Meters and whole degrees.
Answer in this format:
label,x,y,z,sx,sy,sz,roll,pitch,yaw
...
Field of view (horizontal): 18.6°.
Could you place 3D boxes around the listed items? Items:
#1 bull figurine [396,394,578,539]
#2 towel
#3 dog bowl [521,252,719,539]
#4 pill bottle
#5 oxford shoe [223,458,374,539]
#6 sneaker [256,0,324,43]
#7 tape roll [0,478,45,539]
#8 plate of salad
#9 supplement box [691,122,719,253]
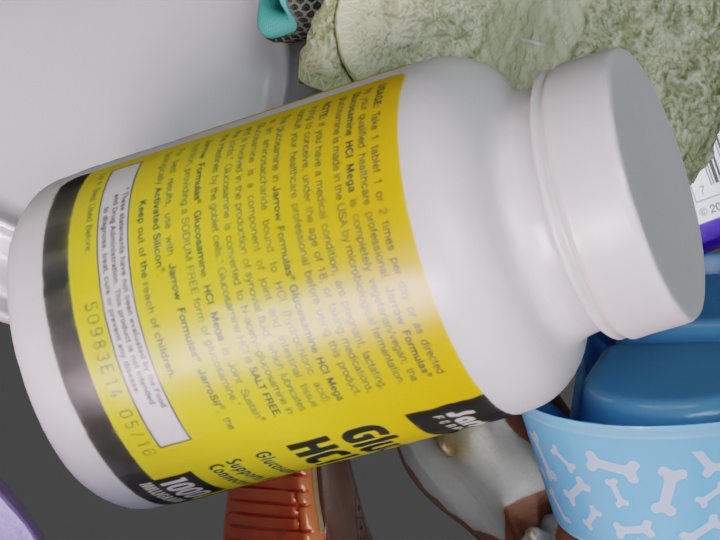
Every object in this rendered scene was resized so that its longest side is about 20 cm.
label,x,y,z,sx,sy,sz,roll,pitch,yaw
bull figurine,0.054,0.074,0.798,0.200,0.121,0.065,47,113,1
towel,0.074,-0.130,0.734,0.148,0.036,0.201,19,87,-8
dog bowl,0.120,0.042,0.753,0.111,0.200,0.050,-2,106,19
pill bottle,0.000,0.000,0.686,0.199,0.112,0.113,-16,92,21
oxford shoe,-0.001,0.138,0.810,0.073,0.071,0.201,-11,96,-28
sneaker,-0.044,-0.164,0.772,0.091,0.078,0.200,-31,76,-27
tape roll,-0.198,0.146,0.770,0.199,0.066,0.202,0,89,-10
plate of salad,-0.099,-0.074,0.795,0.199,0.048,0.201,2,79,-12
supplement box,0.095,-0.106,0.805,0.101,0.103,0.201,-19,93,-9
